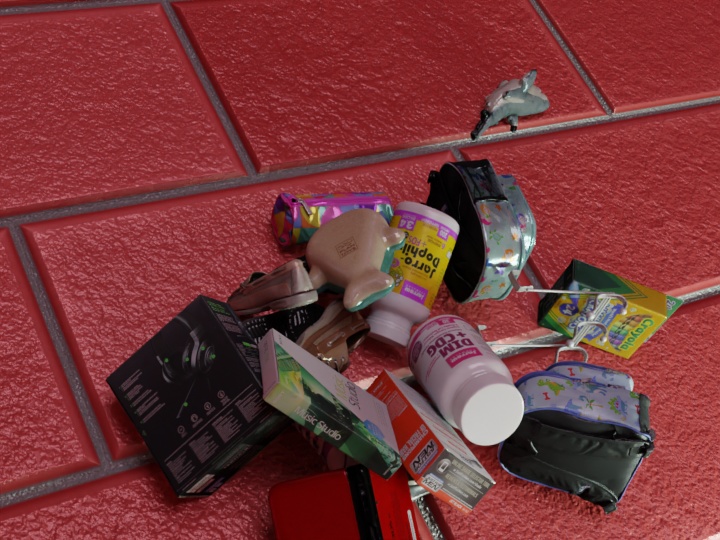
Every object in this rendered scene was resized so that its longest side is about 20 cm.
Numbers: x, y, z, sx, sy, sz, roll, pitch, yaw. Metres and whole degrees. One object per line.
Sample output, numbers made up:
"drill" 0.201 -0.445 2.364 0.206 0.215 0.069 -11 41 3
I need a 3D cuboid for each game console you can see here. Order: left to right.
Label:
"game console" -0.010 0.351 1.564 0.172 0.117 0.203 -4 81 -61

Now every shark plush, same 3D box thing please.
"shark plush" 0.272 -0.291 2.211 0.200 0.090 0.084 -42 108 -45

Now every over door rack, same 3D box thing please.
"over door rack" 0.292 0.086 1.873 0.197 0.149 0.067 11 45 -17

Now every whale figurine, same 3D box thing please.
"whale figurine" 0.000 0.000 1.713 0.158 0.104 0.201 -29 33 1

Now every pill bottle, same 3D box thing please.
"pill bottle" 0.069 0.008 1.813 0.103 0.104 0.203 21 81 -8
"pill bottle" 0.147 0.153 1.720 0.112 0.115 0.200 5 21 -21

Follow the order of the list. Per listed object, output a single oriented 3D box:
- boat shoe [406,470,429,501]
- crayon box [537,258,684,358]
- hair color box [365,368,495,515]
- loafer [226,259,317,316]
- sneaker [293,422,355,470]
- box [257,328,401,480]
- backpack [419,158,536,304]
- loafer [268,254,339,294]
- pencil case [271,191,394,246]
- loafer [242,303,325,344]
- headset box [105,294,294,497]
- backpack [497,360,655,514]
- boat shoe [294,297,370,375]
"boat shoe" 0.027 0.308 1.652 0.198 0.072 0.064 -6 100 -35
"crayon box" 0.398 0.068 1.949 0.197 0.126 0.052 20 49 -10
"hair color box" 0.085 0.228 1.639 0.111 0.064 0.200 37 6 -34
"loafer" -0.126 0.024 1.691 0.071 0.199 0.064 -15 93 -36
"sneaker" -0.077 0.204 1.664 0.113 0.073 0.202 -2 43 -22
"box" -0.041 0.167 1.544 0.199 0.036 0.145 34 16 -21
"backpack" 0.185 -0.051 1.907 0.148 0.179 0.202 0 48 -21
"loafer" -0.048 0.004 1.829 0.198 0.068 0.071 -18 98 -22
"pencil case" -0.041 -0.080 1.886 0.197 0.089 0.089 -3 56 -29
"loafer" -0.116 0.090 1.729 0.198 0.071 0.074 -2 75 -47
"headset box" -0.203 0.156 1.563 0.201 0.174 0.093 52 9 19
"backpack" 0.297 0.224 1.749 0.197 0.185 0.148 14 41 -5
"boat shoe" -0.048 0.114 1.666 0.071 0.076 0.200 30 47 11
